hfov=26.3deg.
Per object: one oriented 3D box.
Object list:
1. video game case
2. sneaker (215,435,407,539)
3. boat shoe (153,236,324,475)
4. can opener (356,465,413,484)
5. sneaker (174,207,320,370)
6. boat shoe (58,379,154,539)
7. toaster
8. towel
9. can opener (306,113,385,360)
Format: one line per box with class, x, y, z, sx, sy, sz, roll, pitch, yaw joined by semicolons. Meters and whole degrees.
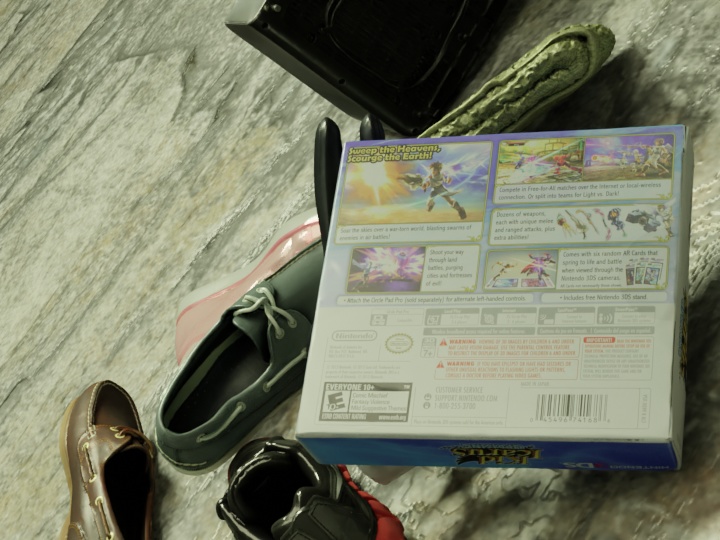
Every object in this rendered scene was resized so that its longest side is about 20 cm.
video game case;0.075;0.014;0.826;0.198;0.046;0.183;-1;62;19
sneaker;-0.046;0.134;0.926;0.071;0.098;0.200;-53;26;-4
boat shoe;-0.061;0.047;1.011;0.073;0.062;0.200;38;77;20
can opener;0.066;0.057;0.871;0.199;0.054;0.067;-35;-11;18
sneaker;-0.058;0.037;1.100;0.199;0.075;0.105;-31;39;31
boat shoe;-0.179;0.153;1.135;0.070;0.070;0.201;-43;35;26
toaster;0.017;-0.220;1.203;0.182;0.199;0.118;-59;25;-3
towel;0.084;-0.096;1.029;0.199;0.037;0.148;-37;-1;18
can opener;0.000;0.000;0.957;0.079;0.063;0.202;-127;36;-65
